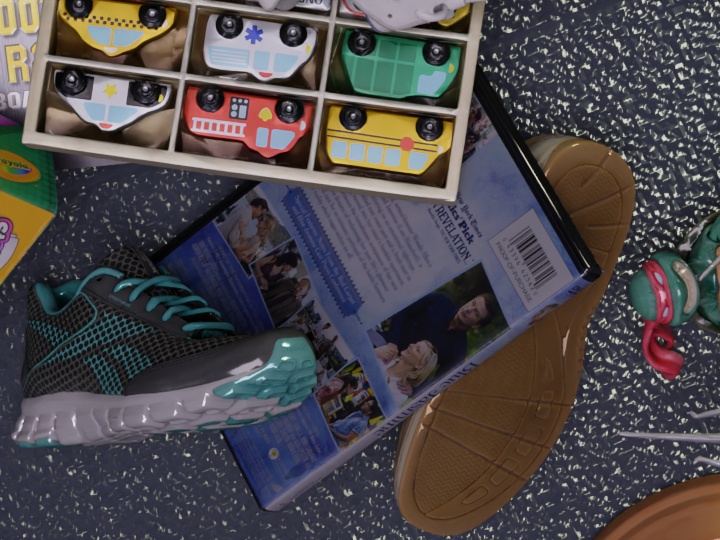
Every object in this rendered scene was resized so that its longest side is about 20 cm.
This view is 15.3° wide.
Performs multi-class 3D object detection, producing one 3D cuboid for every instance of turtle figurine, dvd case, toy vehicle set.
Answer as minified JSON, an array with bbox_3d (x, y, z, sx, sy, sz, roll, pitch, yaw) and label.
[{"bbox_3d":[0.201,0.002,1.245,0.199,0.101,0.150,-14,118,-11],"label":"turtle figurine"},{"bbox_3d":[0.000,0.000,1.252,0.200,0.018,0.143,-37,66,19],"label":"dvd case"},{"bbox_3d":[-0.046,-0.104,1.216,0.199,0.027,0.125,7,86,1],"label":"toy vehicle set"}]

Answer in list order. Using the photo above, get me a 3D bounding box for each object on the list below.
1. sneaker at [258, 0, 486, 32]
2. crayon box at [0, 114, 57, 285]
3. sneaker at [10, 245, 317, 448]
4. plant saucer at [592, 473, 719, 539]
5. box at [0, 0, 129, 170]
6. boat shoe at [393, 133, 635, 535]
[{"bbox_3d":[0.042,-0.146,1.170,0.199,0.074,0.088,6,98,18],"label":"sneaker"},{"bbox_3d":[-0.243,0.000,1.245,0.118,0.058,0.200,25,121,-30],"label":"crayon box"},{"bbox_3d":[-0.099,0.032,1.246,0.199,0.077,0.092,-9,84,45],"label":"sneaker"},{"bbox_3d":[0.190,0.200,1.314,0.199,0.037,0.201,1,100,4],"label":"plant saucer"},{"bbox_3d":[-0.148,-0.127,1.270,0.199,0.048,0.159,-4,100,4],"label":"box"},{"bbox_3d":[0.067,0.028,1.275,0.074,0.069,0.201,24,95,-24],"label":"boat shoe"}]
